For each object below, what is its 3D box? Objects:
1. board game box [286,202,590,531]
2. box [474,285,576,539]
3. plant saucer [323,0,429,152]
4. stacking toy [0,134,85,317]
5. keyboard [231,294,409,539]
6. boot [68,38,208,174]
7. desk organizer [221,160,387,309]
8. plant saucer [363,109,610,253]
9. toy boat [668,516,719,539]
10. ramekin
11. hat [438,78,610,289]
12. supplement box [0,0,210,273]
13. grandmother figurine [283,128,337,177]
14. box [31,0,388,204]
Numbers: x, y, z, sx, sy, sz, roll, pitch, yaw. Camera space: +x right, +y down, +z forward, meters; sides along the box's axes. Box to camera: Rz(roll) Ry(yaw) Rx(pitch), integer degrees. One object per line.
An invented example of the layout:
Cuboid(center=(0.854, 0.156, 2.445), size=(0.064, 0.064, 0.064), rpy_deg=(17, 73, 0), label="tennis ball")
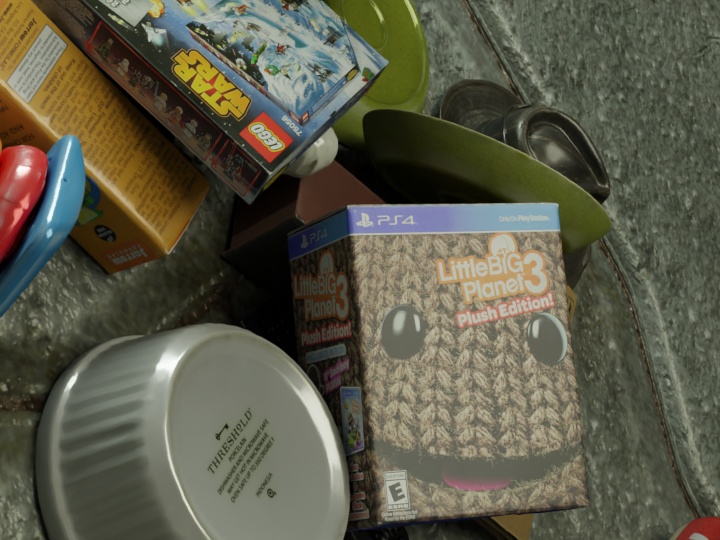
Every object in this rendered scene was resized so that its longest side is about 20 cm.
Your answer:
Cuboid(center=(0.050, 0.063, 1.296), size=(0.158, 0.097, 0.202), rpy_deg=(-2, 81, -26), label="board game box")
Cuboid(center=(0.109, 0.084, 1.443), size=(0.163, 0.021, 0.201), rpy_deg=(43, 57, -60), label="box")
Cuboid(center=(-0.007, -0.190, 1.550), size=(0.200, 0.031, 0.201), rpy_deg=(30, 47, -39), label="plant saucer")
Cuboid(center=(-0.262, -0.059, 1.100), size=(0.199, 0.110, 0.116), rpy_deg=(34, 30, -21), label="stacking toy")
Cuboid(center=(-0.021, 0.114, 1.340), size=(0.201, 0.039, 0.104), rpy_deg=(61, 32, -4), label="keyboard")
Cuboid(center=(-0.118, -0.166, 1.305), size=(0.153, 0.074, 0.204), rpy_deg=(34, 53, -1), label="boot")
Cuboid(center=(0.000, 0.000, 1.412), size=(0.200, 0.071, 0.077), rpy_deg=(39, 41, -32), label="desk organizer")
Cuboid(center=(0.087, -0.058, 1.467), size=(0.200, 0.199, 0.031), rpy_deg=(32, 77, -37), label="plant saucer")
Cuboid(center=(0.300, 0.273, 1.581), size=(0.131, 0.130, 0.200), rpy_deg=(60, 36, -5), label="toy boat")
Cuboid(center=(-0.091, 0.125, 1.200), size=(0.202, 0.094, 0.204), rpy_deg=(29, 49, -40), label="ramekin")
Cuboid(center=(0.153, -0.082, 1.646), size=(0.200, 0.081, 0.202), rpy_deg=(31, 47, -39), label="hat")
Cuboid(center=(-0.187, -0.089, 1.221), size=(0.200, 0.066, 0.069), rpy_deg=(44, 52, -25), label="supplement box")
Cuboid(center=(-0.079, -0.144, 1.354), size=(0.121, 0.061, 0.201), rpy_deg=(-24, 64, -18), label="grandmother figurine")
Cuboid(center=(-0.097, -0.152, 1.237), size=(0.200, 0.040, 0.137), rpy_deg=(43, 50, 2), label="box")
